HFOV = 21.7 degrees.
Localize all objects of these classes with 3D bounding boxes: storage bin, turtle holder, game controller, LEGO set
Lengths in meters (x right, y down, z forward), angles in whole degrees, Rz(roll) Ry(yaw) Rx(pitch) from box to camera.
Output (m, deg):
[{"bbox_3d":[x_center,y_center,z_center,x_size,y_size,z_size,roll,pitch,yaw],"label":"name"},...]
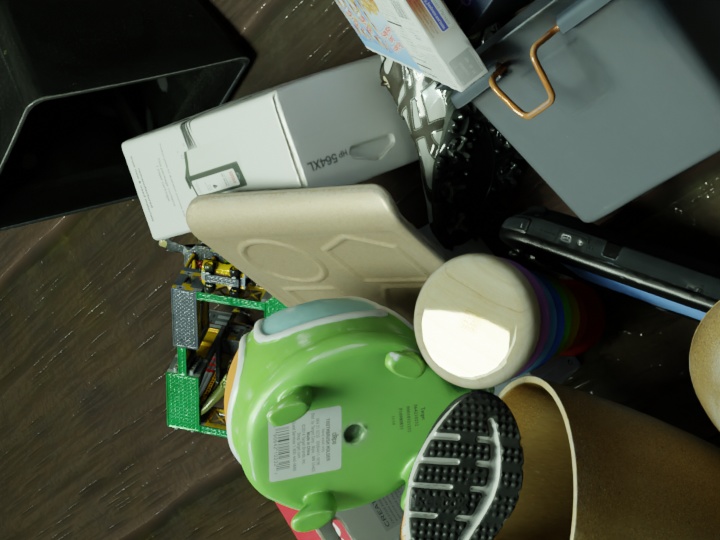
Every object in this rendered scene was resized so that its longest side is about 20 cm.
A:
[{"bbox_3d":[0.160,-0.119,1.153,0.134,0.146,0.200,51,142,-4],"label":"storage bin"},{"bbox_3d":[-0.005,0.073,1.255,0.141,0.185,0.132,56,179,-35],"label":"turtle holder"},{"bbox_3d":[0.188,0.010,1.214,0.200,0.042,0.104,21,168,26],"label":"game controller"},{"bbox_3d":[-0.090,0.051,1.579,0.153,0.116,0.201,2,123,14],"label":"LEGO set"}]

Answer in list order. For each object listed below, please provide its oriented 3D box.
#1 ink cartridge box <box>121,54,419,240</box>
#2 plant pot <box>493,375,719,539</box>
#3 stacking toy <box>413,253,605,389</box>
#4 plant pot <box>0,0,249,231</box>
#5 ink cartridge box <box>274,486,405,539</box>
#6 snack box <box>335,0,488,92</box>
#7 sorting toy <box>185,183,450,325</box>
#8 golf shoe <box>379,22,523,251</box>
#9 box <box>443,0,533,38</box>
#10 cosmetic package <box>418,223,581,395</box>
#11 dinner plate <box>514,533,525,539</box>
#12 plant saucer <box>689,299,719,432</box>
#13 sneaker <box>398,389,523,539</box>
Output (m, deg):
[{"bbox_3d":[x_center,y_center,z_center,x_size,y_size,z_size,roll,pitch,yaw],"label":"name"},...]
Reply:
[{"bbox_3d":[-0.058,-0.094,1.391,0.200,0.146,0.085,-12,99,50],"label":"ink cartridge box"},{"bbox_3d":[0.187,0.176,1.238,0.186,0.199,0.187,-170,90,-70],"label":"plant pot"},{"bbox_3d":[0.115,0.033,1.253,0.085,0.200,0.086,-1,89,28],"label":"stacking toy"},{"bbox_3d":[-0.243,-0.168,1.524,0.178,0.200,0.200,60,143,17],"label":"plant pot"},{"bbox_3d":[0.014,0.186,1.371,0.084,0.175,0.200,-40,78,43],"label":"ink cartridge box"},{"bbox_3d":[0.021,-0.162,1.189,0.072,0.024,0.200,53,175,-22],"label":"snack box"},{"bbox_3d":[0.000,0.000,1.327,0.185,0.037,0.200,-2,147,38],"label":"sorting toy"},{"bbox_3d":[0.060,-0.116,1.316,0.094,0.078,0.201,30,127,48],"label":"golf shoe"},{"bbox_3d":[0.079,-0.252,1.089,0.141,0.079,0.200,48,145,8],"label":"box"},{"bbox_3d":[0.061,0.069,1.441,0.151,0.052,0.200,54,141,13],"label":"cosmetic package"},{"bbox_3d":[0.160,0.231,1.310,0.200,0.200,0.024,48,144,15],"label":"dinner plate"},{"bbox_3d":[0.294,0.081,1.130,0.200,0.035,0.201,13,138,13],"label":"plant saucer"},{"bbox_3d":[0.051,0.172,1.221,0.080,0.073,0.201,-138,62,-77],"label":"sneaker"}]
